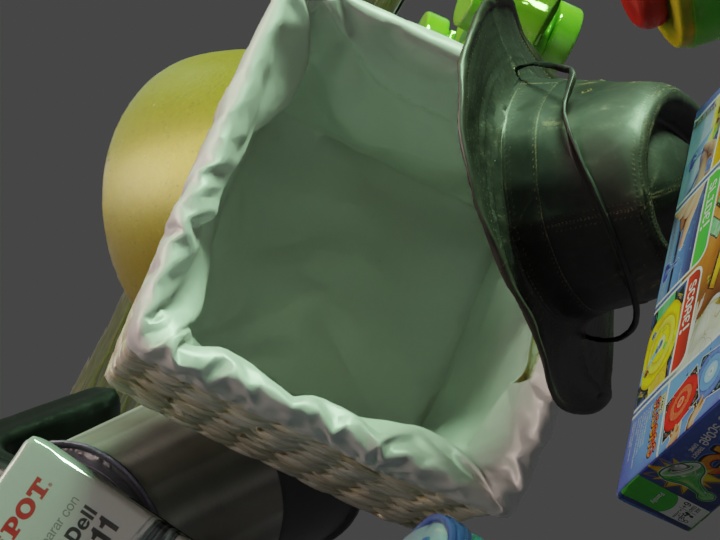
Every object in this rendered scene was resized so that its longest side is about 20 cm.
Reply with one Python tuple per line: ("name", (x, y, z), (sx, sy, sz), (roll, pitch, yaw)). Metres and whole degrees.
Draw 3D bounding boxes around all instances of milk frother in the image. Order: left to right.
("milk frother", (-0.110, 0.162, 1.611), (0.188, 0.180, 0.201), (-23, -74, -53))

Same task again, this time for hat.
("hat", (0.108, -0.038, 1.253), (0.081, 0.201, 0.201), (-16, 32, 18))

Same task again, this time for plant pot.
("plant pot", (-0.029, -0.044, 1.735), (0.142, 0.200, 0.201), (-15, 48, 51))

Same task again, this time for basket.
("basket", (0.000, 0.000, 1.415), (0.199, 0.199, 0.161), (-68, 9, -16))

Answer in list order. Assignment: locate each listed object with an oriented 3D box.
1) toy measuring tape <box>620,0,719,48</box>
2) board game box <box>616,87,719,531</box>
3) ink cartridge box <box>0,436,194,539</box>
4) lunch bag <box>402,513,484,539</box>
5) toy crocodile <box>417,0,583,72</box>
("toy measuring tape", (0.160, -0.117, 1.315), (0.074, 0.073, 0.200), (-61, 29, 20))
("board game box", (0.158, -0.017, 1.129), (0.135, 0.034, 0.200), (-50, 18, 50))
("ink cartridge box", (-0.114, 0.193, 1.425), (0.147, 0.200, 0.083), (-56, -10, -7))
("lunch bag", (0.015, 0.200, 1.219), (0.200, 0.082, 0.161), (134, 155, -62))
("toy crocodile", (0.069, -0.120, 1.689), (0.200, 0.067, 0.062), (-39, 28, 65))
